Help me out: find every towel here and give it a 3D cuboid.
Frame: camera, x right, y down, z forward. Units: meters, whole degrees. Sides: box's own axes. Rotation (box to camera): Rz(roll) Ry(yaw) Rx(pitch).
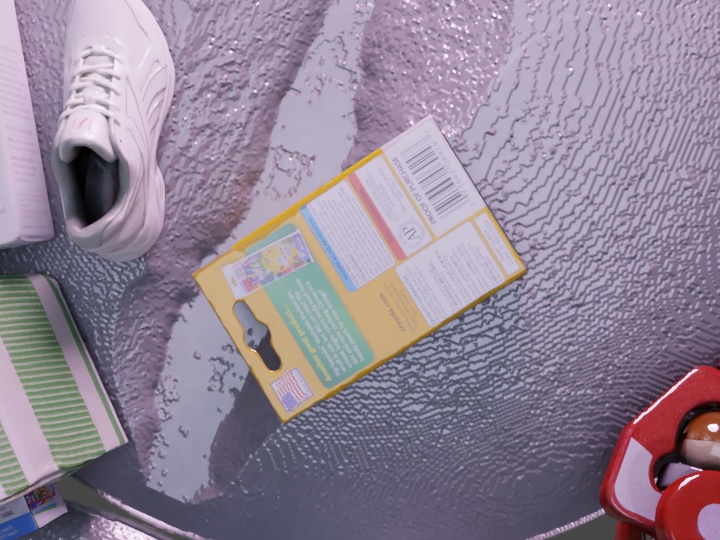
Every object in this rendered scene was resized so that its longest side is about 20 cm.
[{"bbox_3d":[-0.251,0.082,0.775,0.023,0.200,0.154,-24,89,30],"label":"towel"}]

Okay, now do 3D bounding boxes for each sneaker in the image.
[{"bbox_3d":[-0.175,-0.107,0.805,0.077,0.099,0.202,-4,91,6],"label":"sneaker"}]

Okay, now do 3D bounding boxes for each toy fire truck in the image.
[{"bbox_3d":[0.267,0.143,0.772,0.199,0.112,0.169,25,70,4],"label":"toy fire truck"}]

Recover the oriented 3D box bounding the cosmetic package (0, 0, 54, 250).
[{"bbox_3d":[-0.292,-0.111,0.833,0.101,0.074,0.202,-11,92,6],"label":"cosmetic package"}]

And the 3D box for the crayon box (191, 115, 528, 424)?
[{"bbox_3d":[0.000,0.000,0.814,0.199,0.052,0.126,-32,88,5],"label":"crayon box"}]

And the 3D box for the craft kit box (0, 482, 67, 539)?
[{"bbox_3d":[-0.334,0.121,0.838,0.199,0.048,0.199,-23,92,19],"label":"craft kit box"}]
